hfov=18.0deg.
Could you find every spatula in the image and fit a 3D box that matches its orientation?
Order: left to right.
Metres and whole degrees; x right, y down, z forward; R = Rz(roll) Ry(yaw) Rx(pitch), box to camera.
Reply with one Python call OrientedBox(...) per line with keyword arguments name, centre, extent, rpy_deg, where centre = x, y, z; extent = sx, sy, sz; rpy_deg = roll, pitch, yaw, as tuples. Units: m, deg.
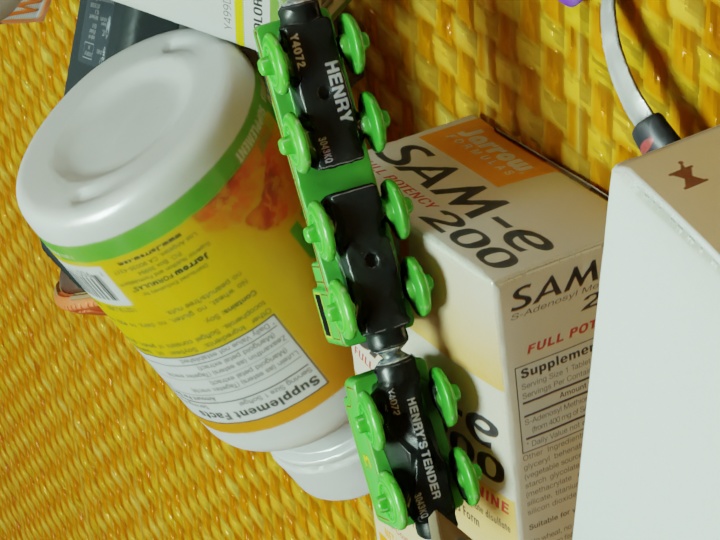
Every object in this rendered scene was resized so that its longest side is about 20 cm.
OrientedBox(name="spatula", centre=(0.092, -0.064, 0.766), extent=(0.201, 0.020, 0.057), rpy_deg=(63, 155, 15))

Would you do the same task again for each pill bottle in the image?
OrientedBox(name="pill bottle", centre=(-0.045, 0.005, 0.960), extent=(0.200, 0.111, 0.111), rpy_deg=(52, 170, -34))

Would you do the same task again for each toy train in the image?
OrientedBox(name="toy train", centre=(0.000, 0.000, 0.824), extent=(0.056, 0.041, 0.202), rpy_deg=(-175, 70, -76))

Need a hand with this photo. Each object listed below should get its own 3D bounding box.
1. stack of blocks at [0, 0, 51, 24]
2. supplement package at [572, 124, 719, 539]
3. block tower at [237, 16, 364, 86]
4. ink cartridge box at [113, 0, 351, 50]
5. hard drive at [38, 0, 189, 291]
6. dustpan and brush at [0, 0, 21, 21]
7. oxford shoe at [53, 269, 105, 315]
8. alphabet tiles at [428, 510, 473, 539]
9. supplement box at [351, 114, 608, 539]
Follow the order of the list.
OrientedBox(name="stack of blocks", centre=(-0.173, -0.228, 1.116), extent=(0.200, 0.058, 0.116), rpy_deg=(-58, 46, 48))
OrientedBox(name="supplement package", centre=(0.140, 0.059, 0.637), extent=(0.117, 0.116, 0.201), rpy_deg=(50, 152, 40))
OrientedBox(name="block tower", centre=(-0.058, -0.081, 1.056), extent=(0.058, 0.054, 0.200), rpy_deg=(69, 158, 3))
OrientedBox(name="ink cartridge box", centre=(-0.093, -0.187, 0.901), extent=(0.199, 0.076, 0.149), rpy_deg=(20, 135, 20))
OrientedBox(name="hard drive", centre=(-0.110, -0.096, 1.055), extent=(0.140, 0.033, 0.202), rpy_deg=(-151, 71, -72))
OrientedBox(name="dustpan and brush", centre=(-0.161, -0.159, 0.919), extent=(0.199, 0.057, 0.141), rpy_deg=(2, 114, 55))
OrientedBox(name="oxford shoe", centre=(-0.121, -0.012, 1.265), extent=(0.200, 0.071, 0.074), rpy_deg=(-6, 84, 63))
OrientedBox(name="alphabet tiles", centre=(0.100, 0.164, 0.684), extent=(0.200, 0.008, 0.167), rpy_deg=(41, -171, -11))
OrientedBox(name="supplement box", centre=(0.056, 0.058, 0.884), extent=(0.126, 0.073, 0.201), rpy_deg=(36, 140, 53))
